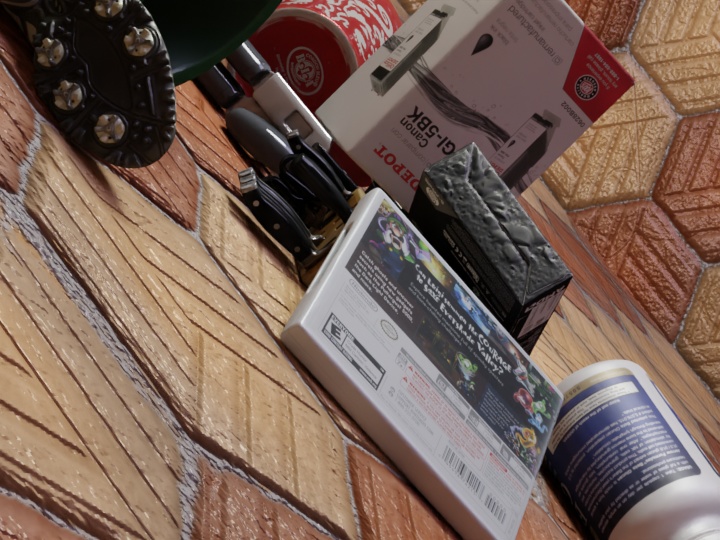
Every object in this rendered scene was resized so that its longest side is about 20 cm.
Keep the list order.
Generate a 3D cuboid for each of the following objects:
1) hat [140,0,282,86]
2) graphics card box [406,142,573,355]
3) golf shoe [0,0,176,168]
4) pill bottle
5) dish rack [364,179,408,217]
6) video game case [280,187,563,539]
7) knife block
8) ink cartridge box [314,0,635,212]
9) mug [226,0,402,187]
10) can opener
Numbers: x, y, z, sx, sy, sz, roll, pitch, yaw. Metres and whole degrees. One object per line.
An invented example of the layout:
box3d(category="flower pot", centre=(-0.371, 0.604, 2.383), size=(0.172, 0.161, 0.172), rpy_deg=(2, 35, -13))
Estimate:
box3d(category="hat", centre=(-0.152, -0.226, 1.312), size=(0.176, 0.200, 0.166), rpy_deg=(51, 30, 18))
box3d(category="graphics card box", centre=(0.082, 0.007, 1.485), size=(0.126, 0.051, 0.200), rpy_deg=(55, -20, 17))
box3d(category="golf shoe", centre=(-0.157, -0.136, 1.177), size=(0.200, 0.077, 0.088), rpy_deg=(56, 3, 23))
box3d(category="pill bottle", centre=(0.226, 0.176, 1.600), size=(0.111, 0.111, 0.200), rpy_deg=(38, 16, -50))
box3d(category="dish rack", centre=(0.078, -0.001, 1.720), size=(0.153, 0.055, 0.200), rpy_deg=(55, 18, 22))
box3d(category="video game case", centre=(0.045, 0.064, 1.300), size=(0.200, 0.023, 0.182), rpy_deg=(48, 32, -12))
box3d(category="knife block", centre=(0.000, 0.000, 1.391), size=(0.200, 0.064, 0.176), rpy_deg=(55, 12, 24))
box3d(category="ink cartridge box", centre=(0.088, -0.132, 1.566), size=(0.147, 0.200, 0.083), rpy_deg=(41, 7, -34))
box3d(category="mug", centre=(-0.023, -0.162, 1.676), size=(0.177, 0.133, 0.200), rpy_deg=(38, 14, -2))
box3d(category="can opener", centre=(-0.099, -0.150, 1.529), size=(0.200, 0.053, 0.067), rpy_deg=(51, 9, 8))
